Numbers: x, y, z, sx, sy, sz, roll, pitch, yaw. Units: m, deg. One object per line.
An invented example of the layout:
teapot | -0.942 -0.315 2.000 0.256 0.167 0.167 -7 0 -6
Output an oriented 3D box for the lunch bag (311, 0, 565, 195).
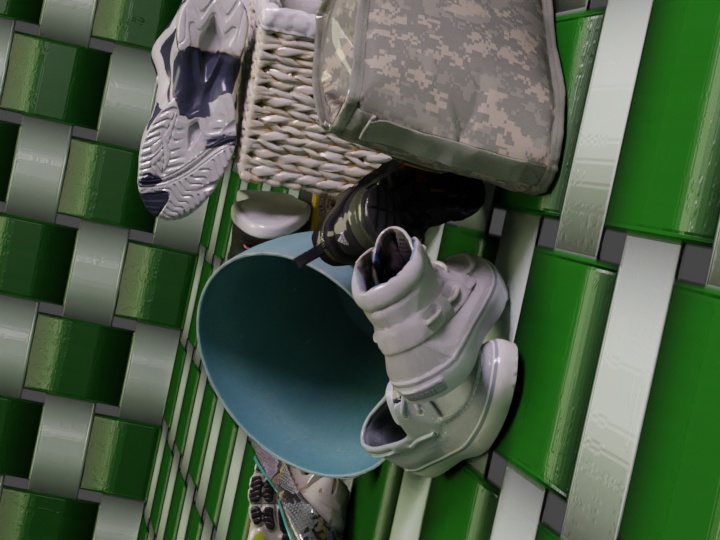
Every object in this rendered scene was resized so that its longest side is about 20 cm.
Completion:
lunch bag | 0.054 -0.136 1.353 0.200 0.163 0.118 -90 21 -49

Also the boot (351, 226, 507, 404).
boot | 0.047 0.007 1.310 0.096 0.073 0.200 63 -162 -16

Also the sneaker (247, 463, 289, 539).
sneaker | -0.082 0.247 1.899 0.085 0.077 0.201 -104 29 -83

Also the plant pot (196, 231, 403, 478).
plant pot | -0.014 0.048 1.531 0.135 0.200 0.201 -38 -23 -46

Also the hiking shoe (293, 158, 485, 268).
hiking shoe | 0.022 -0.054 1.435 0.200 0.100 0.076 -29 -82 -59

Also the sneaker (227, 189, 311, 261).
sneaker | -0.084 -0.015 1.690 0.200 0.070 0.100 -128 41 -81

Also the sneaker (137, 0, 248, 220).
sneaker | -0.145 -0.148 1.623 0.130 0.079 0.200 -116 33 -78

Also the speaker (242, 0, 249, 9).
speaker | -0.036 -0.216 1.807 0.081 0.199 0.082 -168 90 -80

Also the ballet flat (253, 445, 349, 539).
ballet flat | -0.048 0.207 1.763 0.200 0.072 0.072 -123 44 -57

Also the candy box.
candy box | 0.000 0.000 1.655 0.026 0.102 0.201 114 165 -65

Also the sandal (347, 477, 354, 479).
sandal | -0.014 0.079 1.671 0.079 0.059 0.208 4 79 35

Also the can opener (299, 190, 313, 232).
can opener | -0.047 -0.012 1.765 0.067 0.053 0.201 39 127 53

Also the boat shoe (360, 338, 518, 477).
boat shoe | 0.051 0.099 1.352 0.201 0.071 0.070 130 150 -60

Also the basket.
basket | -0.010 -0.171 1.642 0.200 0.197 0.161 -101 23 -63
